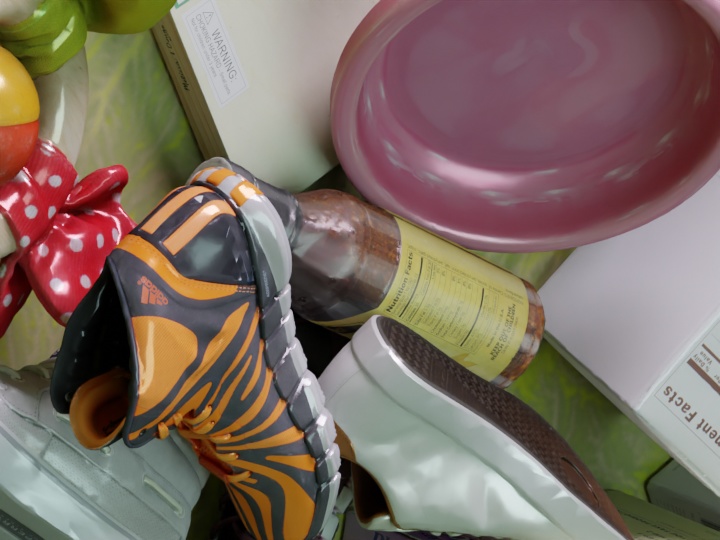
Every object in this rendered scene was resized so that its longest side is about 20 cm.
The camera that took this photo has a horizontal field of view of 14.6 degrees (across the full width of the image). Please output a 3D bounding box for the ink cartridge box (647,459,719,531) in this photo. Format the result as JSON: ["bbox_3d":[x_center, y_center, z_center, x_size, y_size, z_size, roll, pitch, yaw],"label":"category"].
[{"bbox_3d":[0.260,0.171,1.546,0.067,0.200,0.116,-36,124,-27],"label":"ink cartridge box"}]

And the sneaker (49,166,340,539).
[{"bbox_3d":[-0.078,0.060,1.231,0.112,0.077,0.201,-38,130,-32],"label":"sneaker"}]

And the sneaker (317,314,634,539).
[{"bbox_3d":[0.046,0.099,1.350,0.200,0.073,0.085,36,107,-31],"label":"sneaker"}]

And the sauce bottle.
[{"bbox_3d":[0.000,0.000,1.333,0.199,0.066,0.066,25,86,-35],"label":"sauce bottle"}]

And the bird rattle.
[{"bbox_3d":[-0.156,-0.063,1.189,0.163,0.112,0.201,-11,121,-54],"label":"bird rattle"}]

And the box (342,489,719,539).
[{"bbox_3d":[0.116,0.186,1.443,0.199,0.176,0.097,1,102,-41],"label":"box"}]

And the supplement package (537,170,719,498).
[{"bbox_3d":[0.206,0.002,1.473,0.200,0.117,0.117,-48,128,1],"label":"supplement package"}]

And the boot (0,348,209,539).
[{"bbox_3d":[-0.153,0.066,1.259,0.200,0.073,0.096,43,49,-26],"label":"boot"}]

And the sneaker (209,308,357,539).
[{"bbox_3d":[-0.060,0.095,1.347,0.116,0.075,0.201,45,63,-33],"label":"sneaker"}]

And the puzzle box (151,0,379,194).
[{"bbox_3d":[-0.041,-0.140,1.315,0.133,0.025,0.201,-37,124,-26],"label":"puzzle box"}]

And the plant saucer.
[{"bbox_3d":[0.084,-0.091,1.325,0.199,0.051,0.201,-4,138,-3],"label":"plant saucer"}]
